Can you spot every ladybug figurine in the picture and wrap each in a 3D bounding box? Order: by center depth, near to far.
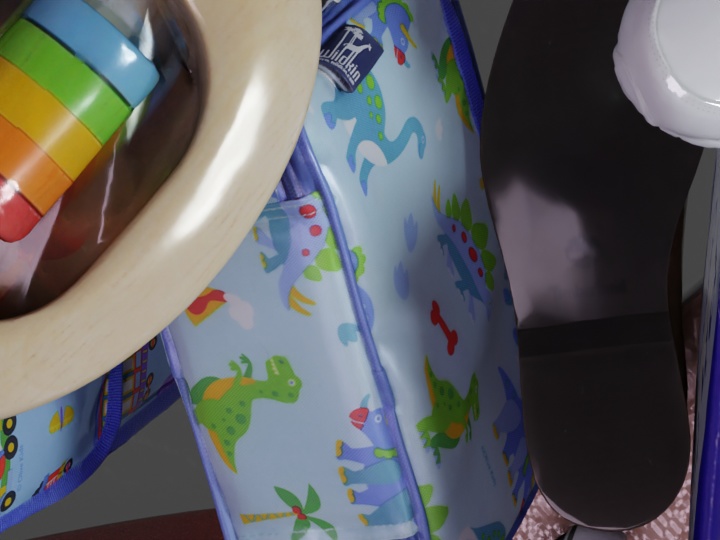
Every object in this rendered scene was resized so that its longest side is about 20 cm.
[{"bbox_3d":[-0.093,-0.041,0.847,0.136,0.072,0.200,45,81,-2],"label":"ladybug figurine"}]

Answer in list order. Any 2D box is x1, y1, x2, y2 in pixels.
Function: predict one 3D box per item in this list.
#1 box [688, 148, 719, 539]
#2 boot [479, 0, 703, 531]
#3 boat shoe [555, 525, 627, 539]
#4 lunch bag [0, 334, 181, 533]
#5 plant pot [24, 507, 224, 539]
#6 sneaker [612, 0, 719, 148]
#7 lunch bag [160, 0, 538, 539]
[{"bbox_3d":[0.154,0.052,0.916,0.104,0.200,0.185,3,111,5],"label":"box"},{"bbox_3d":[0.078,-0.015,0.989,0.073,0.075,0.201,0,85,7],"label":"boot"},{"bbox_3d":[0.035,0.167,1.076,0.063,0.071,0.201,26,117,5],"label":"boat shoe"},{"bbox_3d":[-0.115,-0.008,0.983,0.094,0.200,0.151,11,114,14],"label":"lunch bag"},{"bbox_3d":[-0.122,0.206,1.048,0.175,0.200,0.201,3,111,2],"label":"plant pot"},{"bbox_3d":[0.165,-0.102,0.871,0.199,0.099,0.078,-27,83,-12],"label":"sneaker"},{"bbox_3d":[0.000,0.000,0.973,0.082,0.161,0.201,-8,110,23],"label":"lunch bag"}]
